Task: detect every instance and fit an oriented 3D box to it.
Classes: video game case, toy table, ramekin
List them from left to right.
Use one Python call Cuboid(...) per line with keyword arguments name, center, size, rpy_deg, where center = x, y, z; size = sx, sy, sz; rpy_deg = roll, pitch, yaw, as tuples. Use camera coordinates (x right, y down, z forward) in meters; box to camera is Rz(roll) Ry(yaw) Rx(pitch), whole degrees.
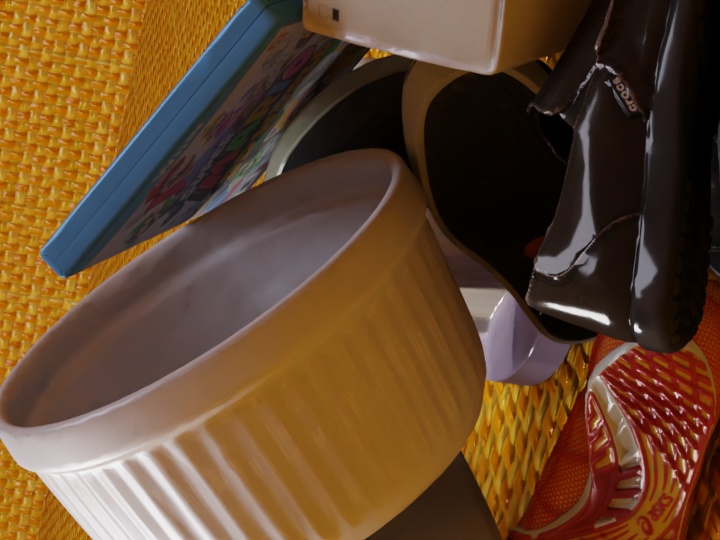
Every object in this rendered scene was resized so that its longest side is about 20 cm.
Cuboid(name="video game case", center=(-0.048, -0.070, 0.994), size=(0.143, 0.018, 0.200), rpy_deg=(-48, -6, 21))
Cuboid(name="ramekin", center=(-0.041, 0.047, 0.964), size=(0.105, 0.200, 0.200), rpy_deg=(57, 178, -16))
Cuboid(name="toy table", center=(0.036, -0.011, 1.222), size=(0.200, 0.116, 0.185), rpy_deg=(-174, 92, -76))

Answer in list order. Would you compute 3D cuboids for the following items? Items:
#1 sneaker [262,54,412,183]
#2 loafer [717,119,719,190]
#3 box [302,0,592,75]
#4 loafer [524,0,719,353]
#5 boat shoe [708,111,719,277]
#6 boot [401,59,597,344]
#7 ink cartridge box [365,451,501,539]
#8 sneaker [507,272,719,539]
Cuboid(name="sneaker", center=(0.000, 0.000, 1.077), size=(0.106, 0.075, 0.200), rpy_deg=(54, 133, 28))
Cuboid(name="loafer", center=(0.162, -0.058, 0.839), size=(0.063, 0.071, 0.201), rpy_deg=(88, -173, -51))
Cuboid(name="box", center=(0.071, -0.141, 0.942), size=(0.200, 0.095, 0.078), rpy_deg=(-25, -55, -53))
Cuboid(name="loafer", center=(0.095, -0.069, 0.861), size=(0.073, 0.071, 0.201), rpy_deg=(57, -142, -60))
Cuboid(name="boat shoe", center=(0.127, -0.046, 0.942), size=(0.200, 0.070, 0.073), rpy_deg=(-116, 37, -67))
Cuboid(name="boot", center=(0.058, -0.073, 1.036), size=(0.200, 0.072, 0.145), rpy_deg=(54, -164, -51))
Cuboid(name="ink cartridge box", center=(0.000, 0.203, 1.042), size=(0.145, 0.146, 0.201), rpy_deg=(-116, 14, -70))
Cuboid(name="sneaker", center=(0.113, 0.079, 0.965), size=(0.077, 0.073, 0.201), rpy_deg=(-65, -3, -46))
